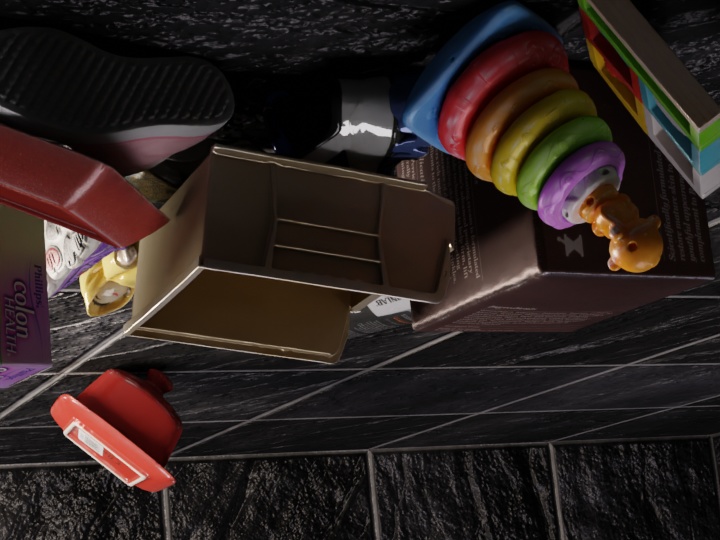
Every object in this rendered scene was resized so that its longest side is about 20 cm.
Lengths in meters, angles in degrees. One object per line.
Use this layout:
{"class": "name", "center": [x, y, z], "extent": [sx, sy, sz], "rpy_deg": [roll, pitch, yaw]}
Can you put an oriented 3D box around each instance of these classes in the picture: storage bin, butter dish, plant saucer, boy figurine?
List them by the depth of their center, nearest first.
{"class": "plant saucer", "center": [-0.243, -0.069, 1.047], "extent": [0.198, 0.037, 0.200], "rpy_deg": [20, 174, 7]}
{"class": "storage bin", "center": [-0.056, -0.004, 1.169], "extent": [0.197, 0.095, 0.200], "rpy_deg": [10, 160, -21]}
{"class": "boy figurine", "center": [-0.201, -0.006, 1.496], "extent": [0.199, 0.065, 0.124], "rpy_deg": [-16, 166, 27]}
{"class": "butter dish", "center": [-0.324, 0.207, 2.203], "extent": [0.199, 0.148, 0.200], "rpy_deg": [38, 159, -6]}

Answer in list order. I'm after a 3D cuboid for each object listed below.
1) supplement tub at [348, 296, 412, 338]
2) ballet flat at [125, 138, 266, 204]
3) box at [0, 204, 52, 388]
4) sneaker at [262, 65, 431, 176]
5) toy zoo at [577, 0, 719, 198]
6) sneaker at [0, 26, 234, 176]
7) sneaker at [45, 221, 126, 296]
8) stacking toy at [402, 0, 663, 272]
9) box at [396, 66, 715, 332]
{"class": "supplement tub", "center": [0.000, 0.000, 1.473], "extent": [0.199, 0.124, 0.122], "rpy_deg": [-16, 163, 36]}
{"class": "ballet flat", "center": [-0.118, -0.080, 1.218], "extent": [0.199, 0.071, 0.070], "rpy_deg": [6, 162, -42]}
{"class": "box", "center": [-0.349, -0.005, 1.179], "extent": [0.199, 0.178, 0.096], "rpy_deg": [3, 164, -35]}
{"class": "sneaker", "center": [-0.024, -0.099, 1.162], "extent": [0.114, 0.081, 0.199], "rpy_deg": [3, 159, -16]}
{"class": "toy zoo", "center": [0.198, -0.120, 1.043], "extent": [0.020, 0.132, 0.200], "rpy_deg": [-37, 163, 3]}
{"class": "sneaker", "center": [-0.191, -0.105, 1.039], "extent": [0.199, 0.076, 0.104], "rpy_deg": [1, 161, -43]}
{"class": "sneaker", "center": [-0.249, -0.023, 1.378], "extent": [0.083, 0.081, 0.200], "rpy_deg": [-12, 176, -34]}
{"class": "stacking toy", "center": [0.134, -0.073, 1.026], "extent": [0.116, 0.200, 0.110], "rpy_deg": [-47, 151, 13]}
{"class": "box", "center": [0.147, -0.050, 1.225], "extent": [0.163, 0.167, 0.200], "rpy_deg": [2, 166, -28]}
